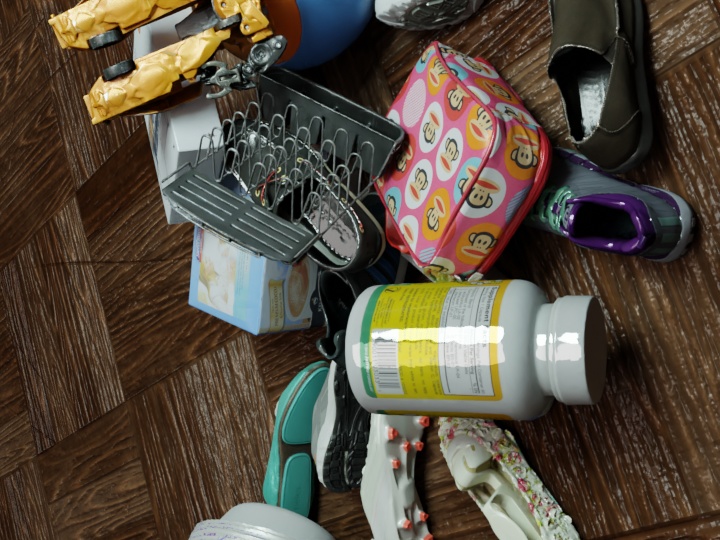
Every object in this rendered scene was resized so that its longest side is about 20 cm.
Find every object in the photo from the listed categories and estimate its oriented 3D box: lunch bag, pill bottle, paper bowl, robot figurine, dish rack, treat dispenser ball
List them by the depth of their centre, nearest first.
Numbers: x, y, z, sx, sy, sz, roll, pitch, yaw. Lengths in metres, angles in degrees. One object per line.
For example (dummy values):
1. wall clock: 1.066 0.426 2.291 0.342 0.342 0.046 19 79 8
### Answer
1. pill bottle: 0.096 0.065 0.772 0.197 0.112 0.115 -3 92 27
2. dish rack: -0.068 -0.091 0.806 0.152 0.200 0.055 27 133 15
3. robot figurine: -0.162 -0.213 0.819 0.197 0.058 0.147 -21 101 3
4. lunch bag: 0.075 -0.089 0.834 0.178 0.081 0.201 -61 30 28
5. treat dispenser ball: -0.075 -0.302 0.925 0.199 0.199 0.205 5 97 45
6. paper bowl: -0.098 0.332 1.028 0.199 0.200 0.106 -18 41 44

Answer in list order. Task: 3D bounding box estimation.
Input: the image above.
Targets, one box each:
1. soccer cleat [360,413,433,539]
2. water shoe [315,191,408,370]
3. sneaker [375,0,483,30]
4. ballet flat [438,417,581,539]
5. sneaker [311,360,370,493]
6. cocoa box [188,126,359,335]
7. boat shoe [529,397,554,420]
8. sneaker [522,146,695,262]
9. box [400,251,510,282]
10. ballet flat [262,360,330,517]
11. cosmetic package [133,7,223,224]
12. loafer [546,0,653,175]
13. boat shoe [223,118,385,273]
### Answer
1. soccer cleat: 0.028 0.199 0.959 0.077 0.068 0.204 1 97 48
2. water shoe: 0.000 0.000 0.923 0.071 0.078 0.203 -26 51 40
3. sneaker: 0.091 -0.297 0.857 0.198 0.077 0.101 -24 70 35
4. ballet flat: 0.127 0.199 0.859 0.200 0.063 0.076 47 125 33
5. sneaker: -0.016 0.130 0.995 0.079 0.073 0.204 37 115 60
6. cocoa box: -0.094 -0.048 1.014 0.132 0.130 0.204 17 105 43
7. boat shoe: 0.086 0.082 0.883 0.198 0.072 0.074 20 106 42
8. sneaker: 0.172 -0.059 0.774 0.198 0.087 0.076 20 107 42
9. box: 0.117 0.021 0.870 0.200 0.041 0.039 42 120 34
10. ballet flat: -0.078 0.191 1.068 0.070 0.066 0.204 29 112 53
11. cosmetic package: -0.187 -0.172 0.939 0.151 0.051 0.203 124 133 -61
12. loafer: 0.186 -0.180 0.750 0.072 0.071 0.204 -26 65 43
13. boat shoe: -0.063 -0.075 0.876 0.201 0.063 0.074 43 108 13
